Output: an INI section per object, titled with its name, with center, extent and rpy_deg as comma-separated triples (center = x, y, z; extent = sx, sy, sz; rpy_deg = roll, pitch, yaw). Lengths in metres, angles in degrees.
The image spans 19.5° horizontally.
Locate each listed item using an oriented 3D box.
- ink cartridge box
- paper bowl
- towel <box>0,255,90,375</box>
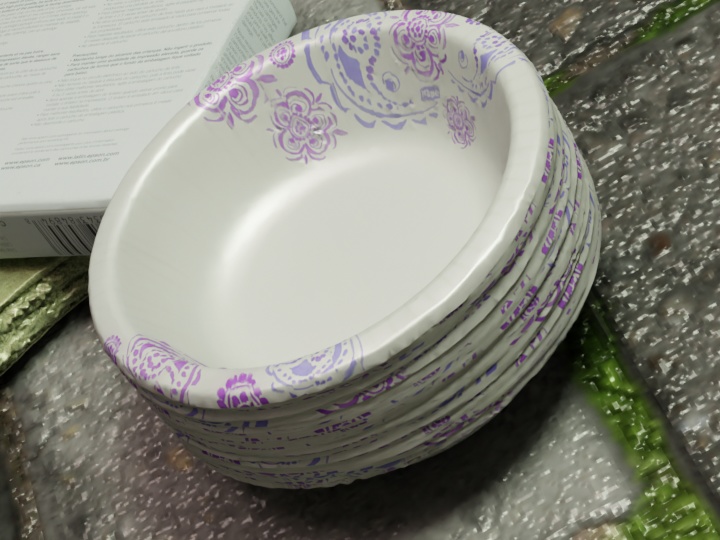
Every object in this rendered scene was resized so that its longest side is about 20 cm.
[ink cartridge box]
center = -0.131, -0.090, 1.011
extent = 0.196, 0.043, 0.200
rpy_deg = -2, 47, 36
[paper bowl]
center = 0.000, 0.000, 0.842
extent = 0.200, 0.104, 0.201
rpy_deg = -18, 42, 17
[towel]
center = -0.166, -0.021, 1.027
extent = 0.200, 0.037, 0.148
rpy_deg = -43, 40, -10
